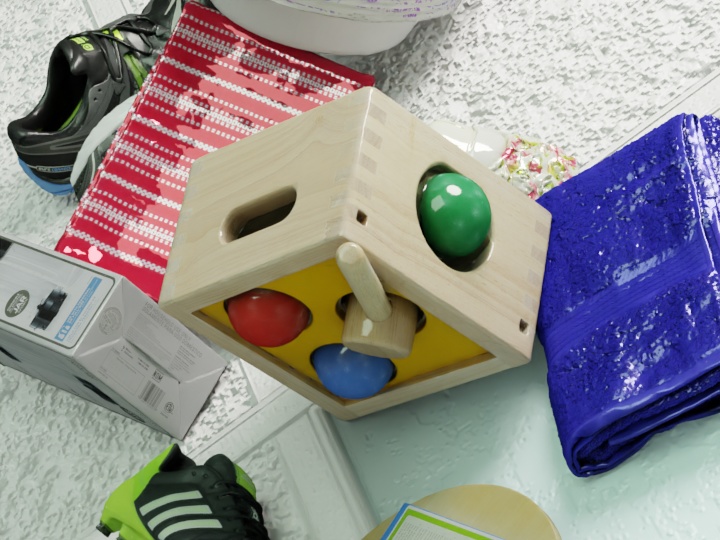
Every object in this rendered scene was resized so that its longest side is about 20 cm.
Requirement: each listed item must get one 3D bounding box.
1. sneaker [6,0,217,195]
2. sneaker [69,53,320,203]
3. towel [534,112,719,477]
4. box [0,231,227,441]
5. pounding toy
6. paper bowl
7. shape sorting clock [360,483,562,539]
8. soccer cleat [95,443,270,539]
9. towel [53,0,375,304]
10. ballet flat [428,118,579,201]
[{"bbox_3d":[-0.167,-0.143,1.958,0.200,0.083,0.071,-48,41,-7],"label":"sneaker"},{"bbox_3d":[-0.104,-0.082,1.862,0.200,0.080,0.087,-38,50,14],"label":"sneaker"},{"bbox_3d":[0.160,0.007,1.586,0.147,0.050,0.201,-27,42,17],"label":"towel"},{"bbox_3d":[-0.193,0.034,1.796,0.199,0.117,0.060,17,72,47],"label":"box"},{"bbox_3d":[0.000,0.000,1.586,0.199,0.184,0.143,-20,49,42],"label":"pounding toy"},{"bbox_3d":[-0.026,-0.212,1.838,0.201,0.200,0.105,49,131,50],"label":"paper bowl"},{"bbox_3d":[0.032,0.204,1.524,0.200,0.039,0.201,-34,31,24],"label":"shape sorting clock"},{"bbox_3d":[-0.084,0.153,1.641,0.081,0.068,0.200,-49,34,-11],"label":"soccer cleat"},{"bbox_3d":[-0.095,-0.064,1.809,0.144,0.022,0.201,24,79,14],"label":"towel"},{"bbox_3d":[0.034,-0.059,1.720,0.199,0.064,0.076,-8,37,28],"label":"ballet flat"}]
